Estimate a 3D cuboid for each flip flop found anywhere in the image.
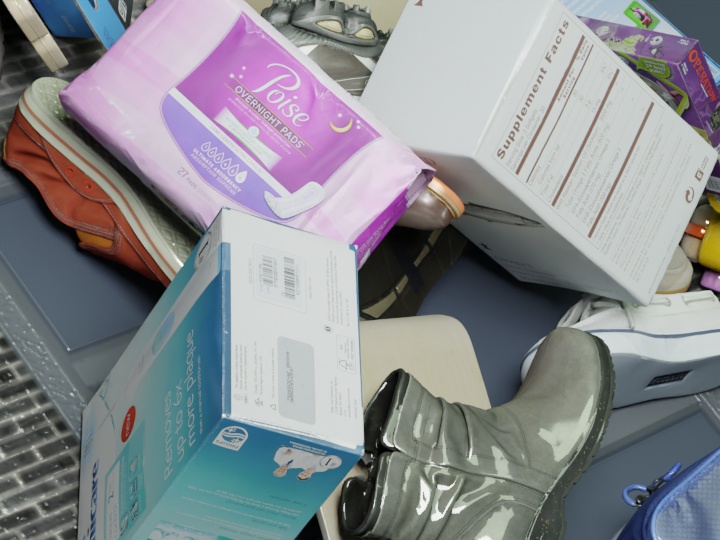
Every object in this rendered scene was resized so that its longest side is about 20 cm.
[{"bbox_3d":[0.000,0.000,1.774,0.200,0.058,0.081,-50,123,-41],"label":"flip flop"}]

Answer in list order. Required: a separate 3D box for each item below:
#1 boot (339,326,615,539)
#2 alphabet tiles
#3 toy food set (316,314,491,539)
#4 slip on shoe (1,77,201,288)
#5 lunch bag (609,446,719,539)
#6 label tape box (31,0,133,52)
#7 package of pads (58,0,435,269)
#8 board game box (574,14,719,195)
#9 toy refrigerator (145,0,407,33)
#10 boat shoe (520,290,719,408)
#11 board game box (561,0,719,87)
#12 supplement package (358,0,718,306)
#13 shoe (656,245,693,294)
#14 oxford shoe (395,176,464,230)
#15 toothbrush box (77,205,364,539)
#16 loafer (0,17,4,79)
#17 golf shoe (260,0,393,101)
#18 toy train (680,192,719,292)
[{"bbox_3d":[0.068,0.090,1.642,0.131,0.068,0.200,34,54,-20],"label":"boot"},{"bbox_3d":[-0.242,-0.213,1.738,0.015,0.196,0.200,-32,71,-2],"label":"alphabet tiles"},{"bbox_3d":[0.013,0.121,1.674,0.143,0.060,0.200,-4,70,-36],"label":"toy food set"},{"bbox_3d":[-0.138,-0.030,1.709,0.200,0.061,0.074,43,29,11],"label":"slip on shoe"},{"bbox_3d":[0.232,0.199,1.706,0.136,0.132,0.200,-34,76,-30],"label":"lunch bag"},{"bbox_3d":[-0.195,-0.227,1.786,0.200,0.063,0.144,-87,156,-43],"label":"label tape box"},{"bbox_3d":[-0.066,-0.077,1.658,0.200,0.076,0.121,42,85,11],"label":"package of pads"},{"bbox_3d":[0.158,-0.116,1.870,0.032,0.200,0.120,-51,132,-21],"label":"board game box"},{"bbox_3d":[-0.038,-0.170,1.897,0.200,0.070,0.076,27,39,-14],"label":"toy refrigerator"},{"bbox_3d":[0.169,0.035,1.848,0.202,0.075,0.086,-6,57,-40],"label":"boat shoe"},{"bbox_3d":[0.153,-0.168,2.045,0.200,0.037,0.151,43,42,6],"label":"board game box"},{"bbox_3d":[0.108,-0.078,1.762,0.200,0.117,0.117,38,73,-41],"label":"supplement package"},{"bbox_3d":[0.142,-0.039,1.910,0.200,0.053,0.070,26,43,-12],"label":"shoe"},{"bbox_3d":[-0.031,-0.041,1.733,0.200,0.071,0.073,11,67,30],"label":"oxford shoe"},{"bbox_3d":[-0.079,0.087,1.540,0.085,0.200,0.146,16,47,-20],"label":"toothbrush box"},{"bbox_3d":[-0.282,-0.173,1.742,0.071,0.073,0.200,-16,58,-30],"label":"loafer"},{"bbox_3d":[0.017,-0.112,1.804,0.200,0.078,0.095,10,83,-35],"label":"golf shoe"},{"bbox_3d":[0.257,-0.072,1.952,0.056,0.200,0.150,20,65,12],"label":"toy train"}]
